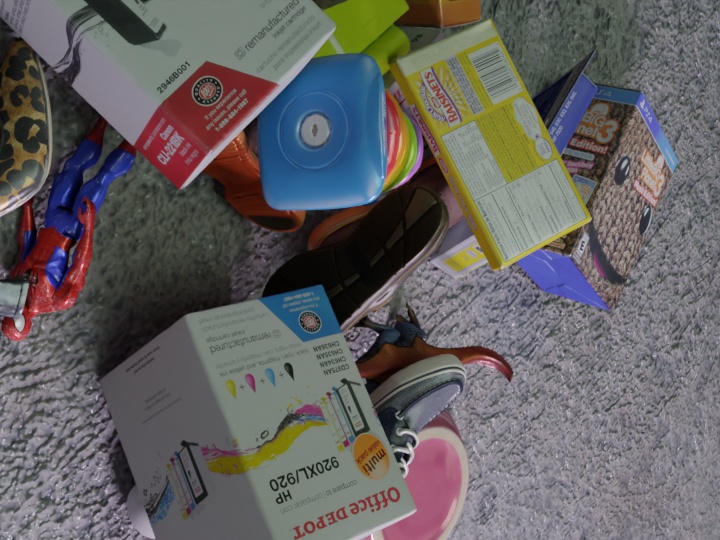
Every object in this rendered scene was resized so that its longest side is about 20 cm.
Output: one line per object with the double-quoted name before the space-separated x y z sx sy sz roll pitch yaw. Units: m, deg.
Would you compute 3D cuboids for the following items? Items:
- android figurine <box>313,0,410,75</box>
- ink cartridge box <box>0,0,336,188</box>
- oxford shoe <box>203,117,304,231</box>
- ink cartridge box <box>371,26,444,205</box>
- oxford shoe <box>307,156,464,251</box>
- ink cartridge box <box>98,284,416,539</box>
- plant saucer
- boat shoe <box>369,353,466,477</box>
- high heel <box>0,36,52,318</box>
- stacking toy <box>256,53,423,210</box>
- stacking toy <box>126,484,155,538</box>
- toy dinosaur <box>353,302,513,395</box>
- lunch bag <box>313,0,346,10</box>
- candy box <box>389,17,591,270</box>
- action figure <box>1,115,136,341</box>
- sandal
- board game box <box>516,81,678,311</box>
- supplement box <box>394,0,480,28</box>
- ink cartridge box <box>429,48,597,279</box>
"android figurine" -0.033 -0.238 0.990 0.200 0.041 0.182 -45 113 -30
"ink cartridge box" -0.142 -0.182 0.812 0.200 0.084 0.144 43 65 -6
"oxford shoe" -0.104 -0.115 0.953 0.200 0.071 0.073 52 47 -48
"ink cartridge box" 0.040 -0.144 1.094 0.116 0.067 0.200 -49 132 -24
"oxford shoe" 0.054 -0.042 1.050 0.200 0.073 0.071 -31 126 -3
"ink cartridge box" -0.082 0.139 0.925 0.147 0.145 0.200 -12 74 -45
"plant saucer" 0.046 0.228 1.216 0.200 0.051 0.201 -14 110 -43
"boat shoe" 0.026 0.163 1.043 0.200 0.093 0.075 -35 142 -2
"high heel" -0.286 -0.070 0.784 0.142 0.071 0.200 9 86 -31
"stacking toy" 0.009 -0.101 0.963 0.200 0.110 0.116 5 83 -64
"stacking toy" -0.122 0.241 1.015 0.200 0.146 0.146 44 68 -23
"toy dinosaur" 0.032 0.070 1.094 0.181 0.200 0.105 -3 88 -78
"lunch bag" -0.014 -0.317 0.883 0.118 0.164 0.200 -41 108 -28
"candy box" 0.113 -0.110 1.017 0.102 0.026 0.200 -27 90 -18
"action figure" -0.215 -0.042 0.860 0.200 0.065 0.052 -70 159 -8
"sandal" 0.000 0.000 0.976 0.200 0.082 0.055 -40 155 24
"board game box" 0.253 -0.082 1.299 0.159 0.097 0.200 40 72 -53
"supplement box" 0.067 -0.327 1.074 0.069 0.067 0.200 -22 117 -41
"ink cartridge box" 0.157 -0.098 1.149 0.047 0.200 0.198 34 73 -9
